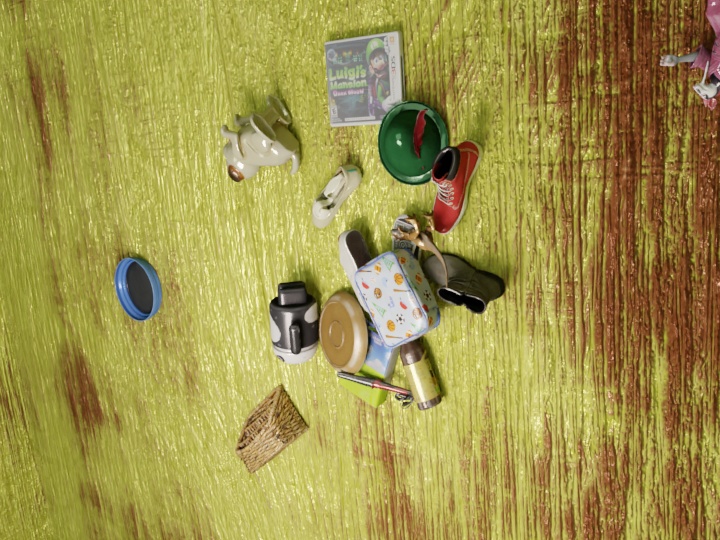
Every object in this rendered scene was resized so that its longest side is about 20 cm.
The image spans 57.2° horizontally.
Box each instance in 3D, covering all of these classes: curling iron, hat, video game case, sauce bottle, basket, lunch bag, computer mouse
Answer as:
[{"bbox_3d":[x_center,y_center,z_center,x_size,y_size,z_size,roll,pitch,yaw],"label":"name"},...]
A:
[{"bbox_3d":[0.036,0.275,1.548,0.196,0.026,0.051,18,112,9],"label":"curling iron"},{"bbox_3d":[0.076,-0.250,1.321,0.163,0.176,0.204,18,117,20],"label":"hat"},{"bbox_3d":[0.009,-0.412,1.439,0.196,0.023,0.187,6,106,35],"label":"video game case"},{"bbox_3d":[0.127,0.212,1.499,0.064,0.064,0.204,-17,93,38],"label":"sauce bottle"},{"bbox_3d":[-0.268,0.440,1.804,0.200,0.142,0.150,-43,78,36],"label":"basket"},{"bbox_3d":[0.074,0.057,1.430,0.159,0.075,0.204,-31,81,42],"label":"lunch bag"},{"bbox_3d":[0.105,-0.029,1.463,0.109,0.043,0.204,26,122,36],"label":"computer mouse"}]

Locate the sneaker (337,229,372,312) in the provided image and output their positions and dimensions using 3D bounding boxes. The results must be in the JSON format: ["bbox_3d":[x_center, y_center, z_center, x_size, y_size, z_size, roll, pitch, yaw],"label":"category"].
[{"bbox_3d":[0.000,0.000,1.546,0.084,0.072,0.204,7,116,66],"label":"sneaker"}]

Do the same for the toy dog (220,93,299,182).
[{"bbox_3d":[-0.252,-0.301,1.610,0.198,0.141,0.194,-24,125,36],"label":"toy dog"}]

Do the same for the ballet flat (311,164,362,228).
[{"bbox_3d":[-0.072,-0.170,1.539,0.070,0.069,0.201,50,126,14],"label":"ballet flat"}]

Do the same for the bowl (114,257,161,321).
[{"bbox_3d":[-0.699,0.057,2.081,0.197,0.039,0.206,11,108,34],"label":"bowl"}]

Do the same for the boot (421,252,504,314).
[{"bbox_3d":[0.190,0.023,1.357,0.197,0.130,0.069,20,114,31],"label":"boot"}]

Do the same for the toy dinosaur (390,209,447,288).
[{"bbox_3d":[0.135,-0.062,1.350,0.200,0.059,0.108,41,148,49],"label":"toy dinosaur"}]

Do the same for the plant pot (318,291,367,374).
[{"bbox_3d":[-0.050,0.153,1.592,0.198,0.027,0.206,6,97,56],"label":"plant pot"}]

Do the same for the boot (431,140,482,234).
[{"bbox_3d":[0.166,-0.157,1.318,0.072,0.143,0.204,29,120,24],"label":"boot"}]

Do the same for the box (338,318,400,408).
[{"bbox_3d":[0.024,0.212,1.585,0.120,0.047,0.204,28,117,27],"label":"box"}]

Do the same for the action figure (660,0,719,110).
[{"bbox_3d":[0.570,-0.350,1.016,0.135,0.146,0.203,-125,27,-47],"label":"action figure"}]

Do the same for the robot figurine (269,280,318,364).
[{"bbox_3d":[-0.168,0.132,1.646,0.122,0.150,0.205,9,112,29],"label":"robot figurine"}]
